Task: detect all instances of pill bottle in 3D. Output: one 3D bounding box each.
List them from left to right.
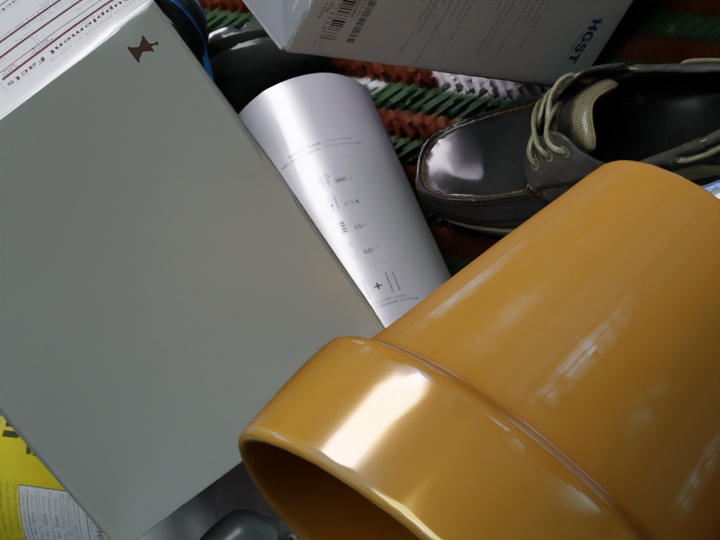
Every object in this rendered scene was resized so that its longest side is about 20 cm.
[{"bbox_3d":[-0.114,0.098,1.122,0.199,0.112,0.113,4,68,28],"label":"pill bottle"}]

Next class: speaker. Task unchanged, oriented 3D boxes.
[{"bbox_3d":[0.000,0.000,1.129,0.081,0.081,0.201,-31,55,11],"label":"speaker"}]

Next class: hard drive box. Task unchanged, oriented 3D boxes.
[{"bbox_3d":[0.054,-0.174,1.087,0.077,0.199,0.156,53,124,35],"label":"hard drive box"}]

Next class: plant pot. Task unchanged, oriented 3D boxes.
[{"bbox_3d":[0.085,0.065,0.911,0.200,0.200,0.183,31,71,35],"label":"plant pot"}]

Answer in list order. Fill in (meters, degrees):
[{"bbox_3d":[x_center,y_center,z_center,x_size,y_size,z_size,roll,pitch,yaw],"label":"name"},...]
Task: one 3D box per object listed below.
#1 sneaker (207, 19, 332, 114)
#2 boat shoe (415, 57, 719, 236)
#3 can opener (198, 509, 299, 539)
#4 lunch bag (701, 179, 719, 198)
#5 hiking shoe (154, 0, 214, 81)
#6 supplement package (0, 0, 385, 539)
[{"bbox_3d":[-0.097,-0.068,1.233,0.199,0.075,0.080,-26,81,11],"label":"sneaker"},{"bbox_3d":[0.114,-0.069,1.110,0.199,0.073,0.075,-10,62,23],"label":"boat shoe"},{"bbox_3d":[-0.083,0.184,1.041,0.200,0.067,0.053,-56,26,23],"label":"can opener"},{"bbox_3d":[0.180,0.056,1.010,0.160,0.082,0.201,-23,59,15],"label":"lunch bag"},{"bbox_3d":[-0.102,-0.043,1.155,0.074,0.087,0.201,-8,98,-1],"label":"hiking shoe"},{"bbox_3d":[-0.118,-0.028,0.997,0.147,0.192,0.200,-36,29,-2],"label":"supplement package"}]
